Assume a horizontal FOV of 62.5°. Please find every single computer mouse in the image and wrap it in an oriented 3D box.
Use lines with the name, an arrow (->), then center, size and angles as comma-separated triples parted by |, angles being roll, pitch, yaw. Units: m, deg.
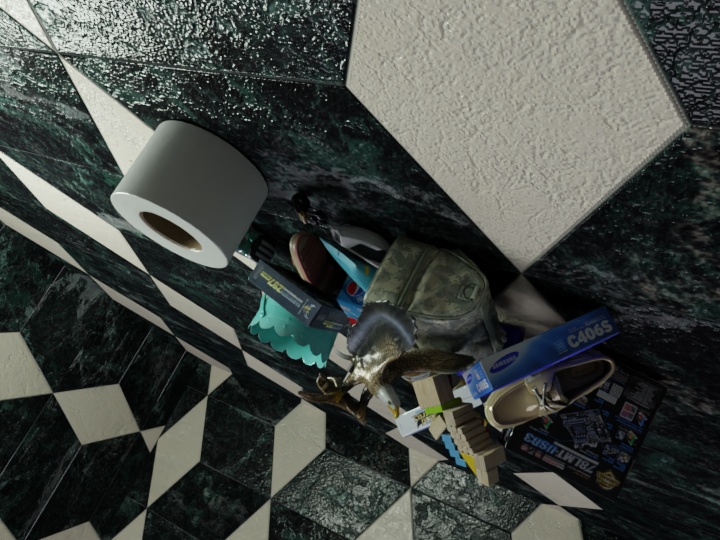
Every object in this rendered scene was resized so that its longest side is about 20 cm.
computer mouse -> -0.014, -0.055, 0.902 | 0.199, 0.044, 0.110 | 31, -177, -24

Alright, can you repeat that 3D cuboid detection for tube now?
tube -> 0.000, 0.000, 0.956 | 0.077, 0.051, 0.200 | 32, 178, 26

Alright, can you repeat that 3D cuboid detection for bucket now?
bucket -> -0.139, 0.115, 1.344 | 0.206, 0.135, 0.207 | 23, 159, 9

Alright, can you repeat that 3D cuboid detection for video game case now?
video game case -> 0.189, 0.252, 1.150 | 0.181, 0.046, 0.199 | -34, 164, 28

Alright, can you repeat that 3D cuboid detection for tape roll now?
tape roll -> -0.264, -0.115, 0.932 | 0.201, 0.140, 0.203 | 24, 160, 9

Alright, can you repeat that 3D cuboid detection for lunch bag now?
lunch bag -> 0.123, 0.059, 0.880 | 0.167, 0.140, 0.200 | 22, 159, 31

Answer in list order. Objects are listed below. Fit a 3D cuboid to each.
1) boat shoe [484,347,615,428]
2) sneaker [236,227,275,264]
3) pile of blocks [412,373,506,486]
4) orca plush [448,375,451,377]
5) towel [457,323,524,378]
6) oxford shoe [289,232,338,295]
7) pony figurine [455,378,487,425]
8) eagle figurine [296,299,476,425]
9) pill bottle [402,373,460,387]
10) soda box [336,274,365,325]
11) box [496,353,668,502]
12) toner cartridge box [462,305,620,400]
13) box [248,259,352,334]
boat shoe -> 0.277, 0.174, 0.872 | 0.073, 0.199, 0.065 | 64, -179, 1
sneaker -> -0.255, -0.074, 1.123 | 0.087, 0.075, 0.200 | 12, 156, 46
pile of blocks -> 0.162, 0.249, 0.952 | 0.201, 0.062, 0.082 | 57, 142, 28
orca plush -> 0.164, 0.179, 1.090 | 0.105, 0.071, 0.200 | 46, -158, -2
towel -> 0.162, 0.116, 0.994 | 0.199, 0.148, 0.050 | 13, 122, 24
oxford shoe -> -0.101, -0.013, 1.084 | 0.074, 0.071, 0.200 | 21, 159, 21
pony figurine -> 0.206, 0.292, 1.380 | 0.199, 0.167, 0.193 | 33, 127, -8
eagle figurine -> 0.038, 0.131, 0.818 | 0.151, 0.200, 0.152 | 48, -161, 15
pill bottle -> 0.127, 0.177, 1.197 | 0.114, 0.115, 0.200 | 10, 160, 37
soda box -> 0.018, 0.080, 1.166 | 0.064, 0.068, 0.200 | 17, 158, 24
box -> 0.346, 0.226, 0.931 | 0.199, 0.200, 0.050 | 26, 179, -2
toner cartridge box -> 0.247, 0.115, 0.822 | 0.095, 0.199, 0.043 | 102, 145, -68
box -> -0.106, 0.055, 1.152 | 0.157, 0.051, 0.200 | 34, -177, 21
